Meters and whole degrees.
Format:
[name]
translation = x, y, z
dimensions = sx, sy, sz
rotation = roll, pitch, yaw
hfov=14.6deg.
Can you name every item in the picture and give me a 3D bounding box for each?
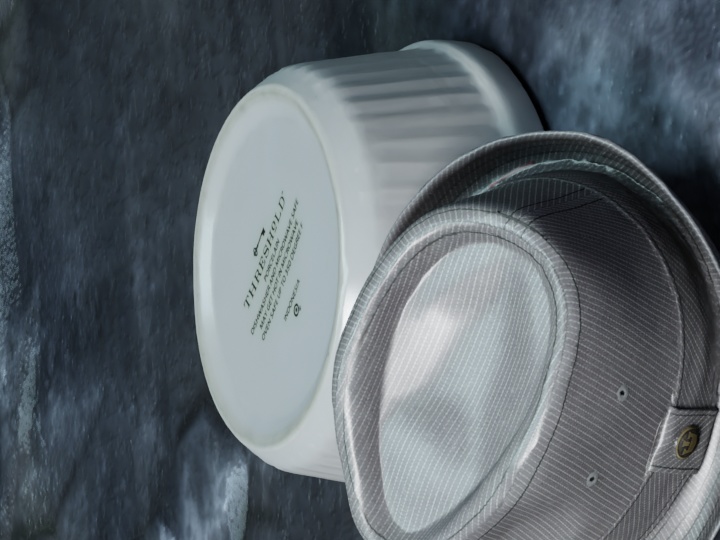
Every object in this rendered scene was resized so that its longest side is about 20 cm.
[ramekin]
translation = 0.000, 0.000, 1.214
dimensions = 0.202, 0.094, 0.203
rotation = -3, 87, 63
[fedora]
translation = 0.050, 0.048, 1.045
dimensions = 0.177, 0.090, 0.200
rotation = 37, 114, 28
